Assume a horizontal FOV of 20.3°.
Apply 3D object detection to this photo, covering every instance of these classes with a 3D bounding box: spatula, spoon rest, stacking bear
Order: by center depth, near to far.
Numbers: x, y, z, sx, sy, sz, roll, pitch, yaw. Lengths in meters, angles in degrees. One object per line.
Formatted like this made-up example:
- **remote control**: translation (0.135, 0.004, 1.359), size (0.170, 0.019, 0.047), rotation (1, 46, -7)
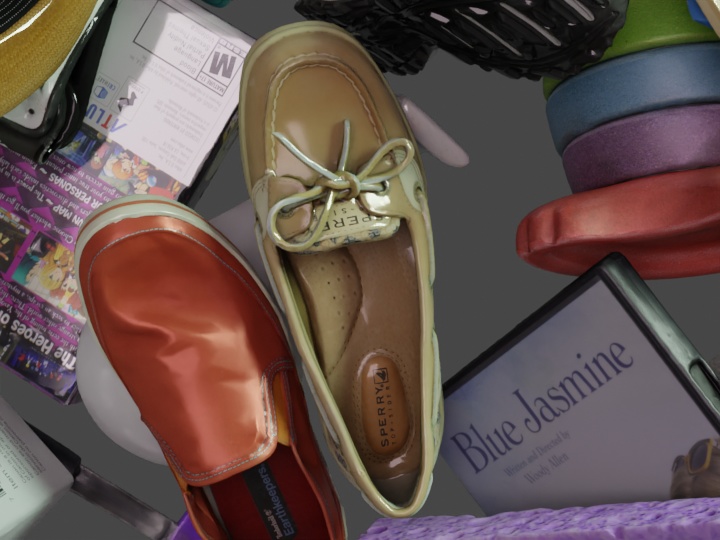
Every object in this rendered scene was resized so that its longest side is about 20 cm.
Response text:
- **stacking bear**: translation (0.123, -0.105, 0.826), size (0.121, 0.114, 0.201), rotation (-10, 77, 22)
- **spoon rest**: translation (-0.038, 0.003, 0.865), size (0.200, 0.061, 0.099), rotation (-45, 111, 9)
- **spatula**: translation (-0.115, 0.099, 0.889), size (0.199, 0.021, 0.057), rotation (29, 81, 8)

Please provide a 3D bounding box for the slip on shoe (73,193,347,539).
- **slip on shoe**: translation (-0.056, 0.059, 0.819), size (0.074, 0.061, 0.201), rotation (-22, 111, 1)

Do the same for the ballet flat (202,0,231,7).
- **ballet flat**: translation (-0.116, -0.192, 0.881), size (0.199, 0.067, 0.071), rotation (33, 68, 5)

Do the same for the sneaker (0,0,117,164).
- **sneaker**: translation (-0.189, -0.077, 0.836), size (0.200, 0.076, 0.116), rotation (-37, 83, 1)

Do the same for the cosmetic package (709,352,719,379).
- **cosmetic package**: translation (0.237, 0.093, 0.813), size (0.087, 0.103, 0.200), rotation (-37, 87, 4)

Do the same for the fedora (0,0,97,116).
- **fedora**: translation (-0.176, -0.146, 0.756), size (0.082, 0.200, 0.202), rotation (21, 91, 35)

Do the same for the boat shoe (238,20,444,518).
- **boat shoe**: translation (0.000, 0.000, 0.802), size (0.073, 0.063, 0.201), rotation (-16, 109, 0)

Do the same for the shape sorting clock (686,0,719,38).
- **shape sorting clock**: translation (0.169, -0.144, 0.788), size (0.039, 0.200, 0.201), rotation (-29, 86, 37)

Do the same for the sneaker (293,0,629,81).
- **sneaker**: translation (0.041, -0.125, 0.801), size (0.074, 0.200, 0.080), rotation (32, 82, -29)

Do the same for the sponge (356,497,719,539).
- **sponge**: translation (0.096, 0.150, 0.809), size (0.199, 0.030, 0.112), rotation (-8, 104, 31)

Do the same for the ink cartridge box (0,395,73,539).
- **ink cartridge box**: translation (-0.244, 0.102, 0.800), size (0.145, 0.200, 0.145), rotation (-43, 85, 19)

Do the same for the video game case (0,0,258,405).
- **video game case**: translation (-0.164, -0.069, 0.890), size (0.199, 0.036, 0.182), rotation (31, 92, 6)

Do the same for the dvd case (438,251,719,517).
- **dvd case**: translation (0.120, 0.105, 0.823), size (0.200, 0.018, 0.143), rotation (53, 137, 5)
